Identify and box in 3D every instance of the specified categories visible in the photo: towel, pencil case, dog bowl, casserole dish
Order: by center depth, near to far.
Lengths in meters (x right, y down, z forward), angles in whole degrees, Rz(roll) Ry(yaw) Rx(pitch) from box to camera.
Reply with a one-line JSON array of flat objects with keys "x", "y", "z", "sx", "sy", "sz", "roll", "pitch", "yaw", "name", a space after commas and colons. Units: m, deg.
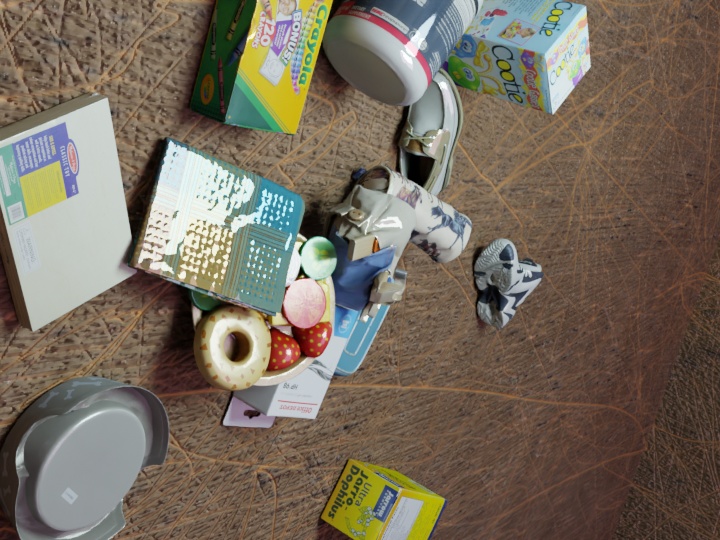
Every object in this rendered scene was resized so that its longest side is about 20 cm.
[{"x": -0.299, "y": 0.205, "z": 1.052, "sx": 0.200, "sy": 0.059, "sz": 0.201, "roll": -32, "pitch": 134, "yaw": -41, "name": "dog bowl"}, {"x": -0.152, "y": -0.044, "z": 1.075, "sx": 0.200, "sy": 0.022, "sz": 0.147, "roll": 21, "pitch": 78, "yaw": -42, "name": "towel"}, {"x": 0.070, "y": -0.074, "z": 1.350, "sx": 0.200, "sy": 0.089, "sz": 0.078, "roll": 26, "pitch": 62, "yaw": -43, "name": "pencil case"}, {"x": -0.009, "y": 0.069, "z": 1.407, "sx": 0.121, "sy": 0.039, "sz": 0.201, "roll": 34, "pitch": 80, "yaw": -58, "name": "casserole dish"}]

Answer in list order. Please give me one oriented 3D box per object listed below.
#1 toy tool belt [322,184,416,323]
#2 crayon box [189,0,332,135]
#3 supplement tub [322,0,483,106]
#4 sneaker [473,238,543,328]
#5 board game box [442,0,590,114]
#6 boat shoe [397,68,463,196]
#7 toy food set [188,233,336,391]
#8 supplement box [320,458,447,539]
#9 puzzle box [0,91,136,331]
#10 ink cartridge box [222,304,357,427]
[{"x": 0.000, "y": 0.000, "z": 1.253, "sx": 0.200, "sy": 0.124, "sz": 0.123, "roll": 96, "pitch": 14, "yaw": -46, "name": "toy tool belt"}, {"x": -0.100, "y": -0.253, "z": 1.048, "sx": 0.119, "sy": 0.058, "sz": 0.201, "roll": -1, "pitch": 110, "yaw": -55, "name": "crayon box"}, {"x": 0.059, "y": -0.310, "z": 1.166, "sx": 0.200, "sy": 0.140, "sz": 0.140, "roll": -57, "pitch": 147, "yaw": -15, "name": "supplement tub"}, {"x": 0.266, "y": -0.004, "z": 1.722, "sx": 0.130, "sy": 0.079, "sz": 0.200, "roll": -44, "pitch": 142, "yaw": -33, "name": "sneaker"}, {"x": 0.190, "y": -0.301, "z": 1.306, "sx": 0.105, "sy": 0.200, "sz": 0.103, "roll": -50, "pitch": 144, "yaw": -23, "name": "board game box"}, {"x": 0.093, "y": -0.181, "z": 1.360, "sx": 0.068, "sy": 0.075, "sz": 0.201, "roll": -43, "pitch": 142, "yaw": -41, "name": "boat shoe"}, {"x": -0.112, "y": 0.038, "z": 1.162, "sx": 0.199, "sy": 0.049, "sz": 0.199, "roll": -3, "pitch": 92, "yaw": -33, "name": "toy food set"}, {"x": 0.043, "y": 0.394, "z": 1.622, "sx": 0.109, "sy": 0.109, "sz": 0.200, "roll": -63, "pitch": 148, "yaw": -4, "name": "supplement box"}, {"x": -0.284, "y": -0.056, "z": 0.937, "sx": 0.133, "sy": 0.025, "sz": 0.201, "roll": -34, "pitch": 135, "yaw": -40, "name": "puzzle box"}, {"x": -0.091, "y": 0.127, "z": 1.295, "sx": 0.116, "sy": 0.067, "sz": 0.201, "roll": 17, "pitch": 95, "yaw": -58, "name": "ink cartridge box"}]
